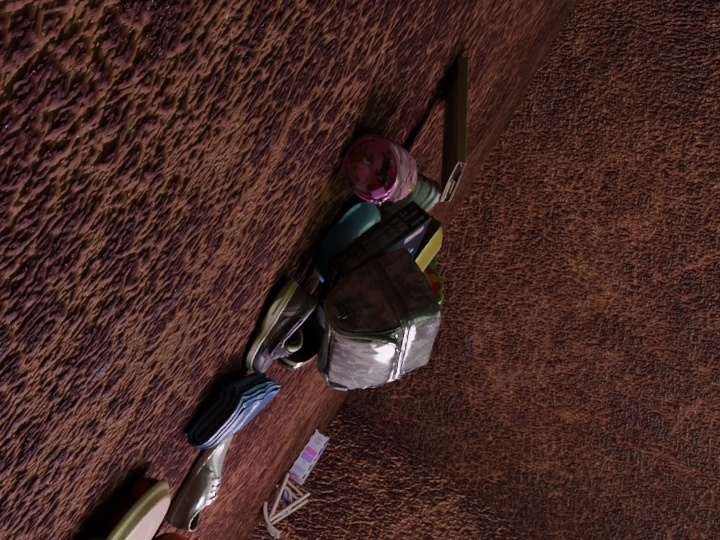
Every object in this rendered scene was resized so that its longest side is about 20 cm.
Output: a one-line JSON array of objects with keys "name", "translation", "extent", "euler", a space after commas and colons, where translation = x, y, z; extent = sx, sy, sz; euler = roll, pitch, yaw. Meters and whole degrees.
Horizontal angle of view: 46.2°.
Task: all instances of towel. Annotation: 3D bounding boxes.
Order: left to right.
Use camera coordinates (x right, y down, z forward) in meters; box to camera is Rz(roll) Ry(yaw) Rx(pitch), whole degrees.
[{"name": "towel", "translation": [-0.188, 0.210, 1.268], "extent": [0.112, 0.048, 0.200], "euler": [-48, 174, 6]}]

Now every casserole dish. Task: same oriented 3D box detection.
[{"name": "casserole dish", "translation": [-0.013, -0.037, 1.365], "extent": [0.121, 0.039, 0.201], "euler": [-41, 164, -20]}]

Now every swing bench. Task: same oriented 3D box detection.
[{"name": "swing bench", "translation": [-0.305, 0.917, 3.276], "extent": [0.201, 0.129, 0.200], "euler": [-48, 171, -22]}]

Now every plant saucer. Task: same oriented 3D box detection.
[{"name": "plant saucer", "translation": [0.067, -0.025, 1.576], "extent": [0.201, 0.048, 0.200], "euler": [-54, -152, 5]}]

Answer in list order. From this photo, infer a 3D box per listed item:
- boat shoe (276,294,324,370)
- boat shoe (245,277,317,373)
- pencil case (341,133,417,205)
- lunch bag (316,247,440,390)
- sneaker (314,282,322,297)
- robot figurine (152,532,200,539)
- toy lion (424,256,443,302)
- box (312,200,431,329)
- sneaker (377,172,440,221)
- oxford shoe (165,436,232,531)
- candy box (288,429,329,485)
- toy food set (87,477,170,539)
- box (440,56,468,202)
[{"name": "boat shoe", "translation": [-0.095, 0.113, 1.392], "extent": [0.065, 0.072, 0.200], "euler": [-59, 180, 27]}, {"name": "boat shoe", "translation": [-0.116, 0.096, 1.236], "extent": [0.072, 0.065, 0.202], "euler": [-54, 173, -46]}, {"name": "pencil case", "translation": [0.031, -0.139, 1.174], "extent": [0.088, 0.082, 0.200], "euler": [-59, 174, 11]}, {"name": "lunch bag", "translation": [0.016, 0.087, 1.271], "extent": [0.165, 0.141, 0.201], "euler": [-19, 152, -18]}, {"name": "sneaker", "translation": [0.000, 0.000, 1.500], "extent": [0.203, 0.097, 0.071], "euler": [-60, 170, 15]}, {"name": "robot figurine", "translation": [-0.336, 0.527, 1.408], "extent": [0.201, 0.115, 0.145], "euler": [-53, 145, -23]}, {"name": "toy lion", "translation": [0.103, 0.004, 1.840], "extent": [0.201, 0.190, 0.069], "euler": [-52, 172, -33]}, {"name": "box", "translation": [0.017, -0.005, 1.363], "extent": [0.199, 0.046, 0.160], "euler": [-36, 160, -34]}, {"name": "sneaker", "translation": [0.053, -0.110, 1.549], "extent": [0.200, 0.081, 0.075], "euler": [-45, -150, 22]}, {"name": "oxford shoe", "translation": [-0.258, 0.354, 1.422], "extent": [0.202, 0.057, 0.075], "euler": [-60, 170, 9]}, {"name": "candy box", "translation": [-0.213, 0.766, 3.459], "extent": [0.201, 0.071, 0.168], "euler": [-55, 173, -21]}, {"name": "toy food set", "translation": [-0.311, 0.347, 1.062], "extent": [0.201, 0.048, 0.199], "euler": [-55, 173, -27]}, {"name": "box", "translation": [0.165, -0.246, 1.488], "extent": [0.164, 0.021, 0.204], "euler": [102, -7, -71]}]
